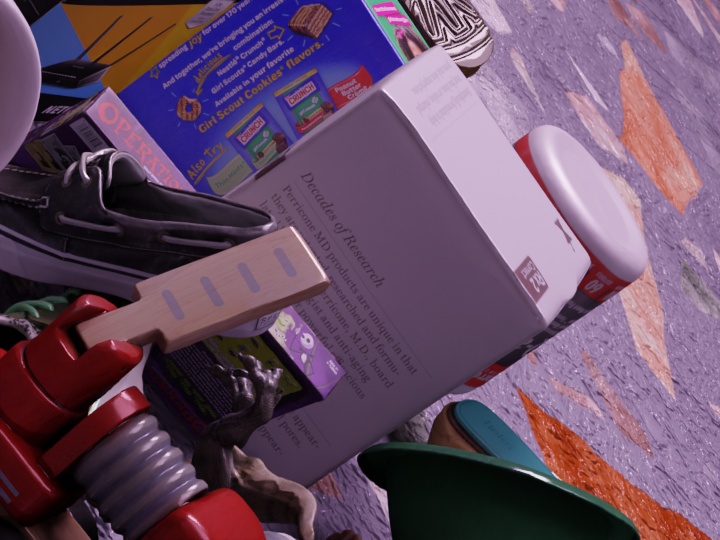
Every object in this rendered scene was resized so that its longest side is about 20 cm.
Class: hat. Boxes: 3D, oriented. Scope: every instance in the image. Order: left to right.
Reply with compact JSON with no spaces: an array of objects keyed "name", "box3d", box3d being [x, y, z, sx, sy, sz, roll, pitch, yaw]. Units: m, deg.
[{"name":"hat","box3d":[0.055,0.201,1.599,0.165,0.177,0.200,17,-15,-1]}]

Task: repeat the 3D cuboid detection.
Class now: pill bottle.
[{"name":"pill bottle","box3d":[0.072,0.007,1.866,0.116,0.200,0.116,47,19,-22]}]

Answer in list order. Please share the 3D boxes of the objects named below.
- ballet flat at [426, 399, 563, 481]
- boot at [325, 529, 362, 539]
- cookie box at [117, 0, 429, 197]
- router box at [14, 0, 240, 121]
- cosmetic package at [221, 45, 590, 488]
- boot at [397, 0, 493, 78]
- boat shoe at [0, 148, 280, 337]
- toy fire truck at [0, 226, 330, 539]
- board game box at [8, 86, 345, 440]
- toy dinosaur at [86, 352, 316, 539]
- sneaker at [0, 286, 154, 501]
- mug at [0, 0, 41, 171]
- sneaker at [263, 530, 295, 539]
[{"name":"ballet flat","box3d":[0.117,0.163,1.855,0.200,0.063,0.069,43,29,27]},{"name":"boot","box3d":[0.008,0.227,1.540,0.107,0.075,0.200,54,17,-19]},{"name":"cookie box","box3d":[-0.058,-0.130,1.829,0.200,0.171,0.075,58,16,7]},{"name":"router box","box3d":[-0.158,-0.144,1.639,0.051,0.149,0.200,57,19,10]},{"name":"cosmetic package","box3d":[0.000,0.000,1.700,0.165,0.200,0.165,54,18,-3]},{"name":"boot","box3d":[-0.016,-0.154,1.938,0.066,0.200,0.175,-22,79,-38]},{"name":"boat shoe","box3d":[-0.125,-0.029,1.488,0.199,0.071,0.072,16,26,16]},{"name":"toy fire truck","box3d":[-0.092,0.083,1.310,0.176,0.200,0.129,51,18,8]},{"name":"board game box","box3d":[-0.109,0.001,1.569,0.200,0.120,0.032,51,47,-14]},{"name":"toy dinosaur","box3d":[-0.063,0.088,1.403,0.047,0.200,0.088,20,77,-32]},{"name":"sneaker","box3d":[-0.155,0.035,1.477,0.089,0.077,0.200,34,20,-17]},{"name":"mug","box3d":[-0.253,-0.136,1.413,0.187,0.149,0.153,48,11,-40]},{"name":"sneaker","box3d":[-0.073,0.169,1.427,0.121,0.083,0.200,56,17,-29]}]
